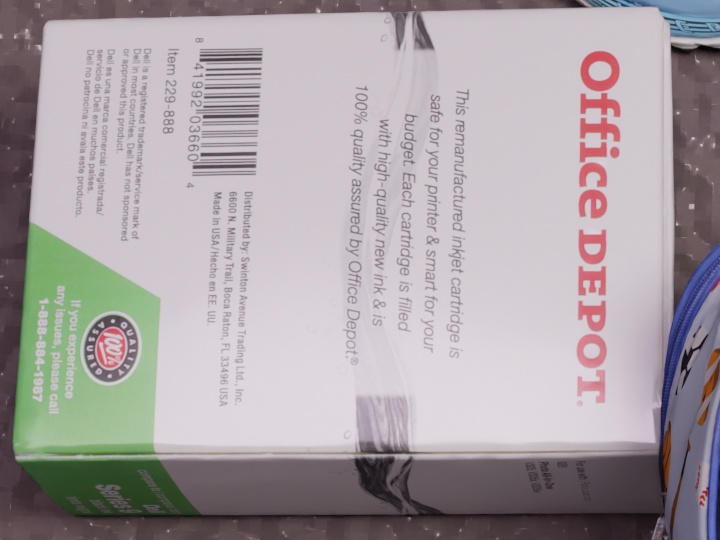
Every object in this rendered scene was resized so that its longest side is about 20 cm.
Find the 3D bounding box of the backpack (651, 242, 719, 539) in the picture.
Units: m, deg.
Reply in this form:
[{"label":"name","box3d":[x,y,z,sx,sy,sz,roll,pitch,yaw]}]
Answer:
[{"label":"backpack","box3d":[0.167,0.066,0.792,0.199,0.154,0.192,-9,111,-7]}]

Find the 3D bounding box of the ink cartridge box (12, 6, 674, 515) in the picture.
[{"label":"ink cartridge box","box3d":[0.000,0.000,0.912,0.199,0.084,0.147,0,71,8]}]

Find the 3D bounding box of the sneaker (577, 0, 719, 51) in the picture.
[{"label":"sneaker","box3d":[0.074,-0.133,0.946,0.199,0.090,0.079,16,73,12]}]
